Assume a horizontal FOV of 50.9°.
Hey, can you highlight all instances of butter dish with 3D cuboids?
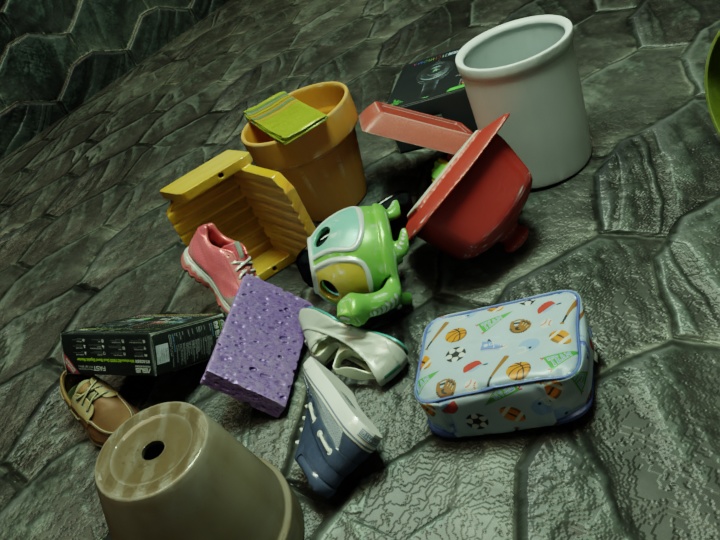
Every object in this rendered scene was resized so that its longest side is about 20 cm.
[{"bbox_3d":[0.164,-0.084,1.025,0.200,0.147,0.199,-51,0,-4],"label":"butter dish"}]

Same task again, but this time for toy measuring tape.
[{"bbox_3d":[0.162,-0.135,1.155,0.073,0.074,0.200,-33,33,-10],"label":"toy measuring tape"}]

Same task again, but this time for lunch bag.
[{"bbox_3d":[0.161,0.098,0.826,0.198,0.076,0.161,-13,32,23],"label":"lunch bag"}]

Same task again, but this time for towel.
[{"bbox_3d":[-0.126,-0.255,1.242,0.086,0.018,0.200,-34,33,-10],"label":"towel"}]

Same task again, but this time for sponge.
[{"bbox_3d":[-0.134,0.095,1.021,0.030,0.111,0.201,-58,12,36],"label":"sponge"}]

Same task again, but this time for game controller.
[{"bbox_3d":[-0.004,-0.046,1.128,0.199,0.105,0.042,-32,55,-8],"label":"game controller"}]

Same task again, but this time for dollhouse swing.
[{"bbox_3d":[-0.178,-0.057,1.175,0.181,0.201,0.176,-32,33,-8],"label":"dollhouse swing"}]

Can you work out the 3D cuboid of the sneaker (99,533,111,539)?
[{"bbox_3d":[-0.314,0.342,0.815,0.071,0.083,0.200,11,48,44],"label":"sneaker"}]

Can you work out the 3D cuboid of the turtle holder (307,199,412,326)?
[{"bbox_3d":[0.000,0.002,1.012,0.130,0.141,0.187,-8,66,-2],"label":"turtle holder"}]

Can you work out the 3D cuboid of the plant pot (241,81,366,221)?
[{"bbox_3d":[-0.079,-0.195,1.314,0.198,0.184,0.201,-18,32,12],"label":"plant pot"}]

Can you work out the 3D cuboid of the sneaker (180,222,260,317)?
[{"bbox_3d":[-0.189,0.005,1.130,0.200,0.087,0.074,38,31,19],"label":"sneaker"}]

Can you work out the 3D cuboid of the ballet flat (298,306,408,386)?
[{"bbox_3d":[-0.027,0.098,0.977,0.199,0.070,0.069,17,52,44],"label":"ballet flat"}]

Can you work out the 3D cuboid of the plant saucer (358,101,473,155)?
[{"bbox_3d":[0.099,-0.232,1.228,0.198,0.037,0.200,14,17,-6],"label":"plant saucer"}]

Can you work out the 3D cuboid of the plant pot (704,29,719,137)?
[{"bbox_3d":[0.569,-0.240,0.921,0.191,0.202,0.201,-19,31,-10],"label":"plant pot"}]

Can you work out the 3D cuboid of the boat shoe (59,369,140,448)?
[{"bbox_3d":[-0.383,0.193,1.088,0.199,0.074,0.076,13,50,46],"label":"boat shoe"}]

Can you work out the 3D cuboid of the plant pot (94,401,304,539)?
[{"bbox_3d":[-0.174,0.233,0.765,0.198,0.175,0.201,-12,36,9],"label":"plant pot"}]

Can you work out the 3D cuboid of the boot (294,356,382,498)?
[{"bbox_3d":[-0.048,0.174,0.878,0.091,0.073,0.200,-49,22,0],"label":"boot"}]

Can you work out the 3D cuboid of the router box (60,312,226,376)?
[{"bbox_3d":[-0.315,0.106,1.110,0.198,0.063,0.149,-3,7,33],"label":"router box"}]

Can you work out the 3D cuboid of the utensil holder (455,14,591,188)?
[{"bbox_3d":[0.249,-0.247,1.126,0.168,0.201,0.171,-17,32,11],"label":"utensil holder"}]

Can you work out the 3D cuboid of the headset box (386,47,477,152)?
[{"bbox_3d":[0.150,-0.319,1.408,0.172,0.093,0.201,-9,37,27],"label":"headset box"}]
